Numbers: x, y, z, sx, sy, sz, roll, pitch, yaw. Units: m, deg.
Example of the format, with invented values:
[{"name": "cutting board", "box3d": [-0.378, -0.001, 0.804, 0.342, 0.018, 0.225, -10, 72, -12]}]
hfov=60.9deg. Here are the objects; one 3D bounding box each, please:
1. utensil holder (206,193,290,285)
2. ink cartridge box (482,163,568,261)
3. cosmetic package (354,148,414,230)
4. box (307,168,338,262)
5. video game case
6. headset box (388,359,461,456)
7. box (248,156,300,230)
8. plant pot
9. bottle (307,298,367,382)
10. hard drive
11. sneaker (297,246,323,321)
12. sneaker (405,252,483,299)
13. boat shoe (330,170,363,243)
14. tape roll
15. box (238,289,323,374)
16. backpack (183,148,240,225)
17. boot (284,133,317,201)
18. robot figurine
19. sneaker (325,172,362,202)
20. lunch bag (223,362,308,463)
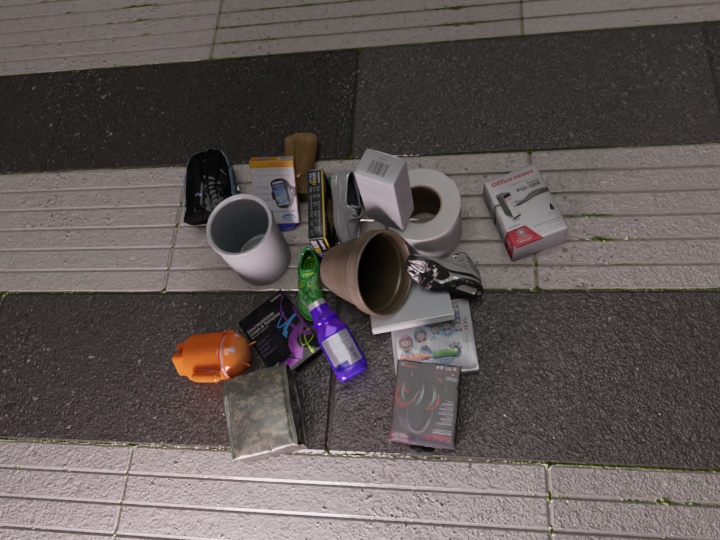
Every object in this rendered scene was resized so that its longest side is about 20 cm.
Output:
[{"name": "utensil holder", "box3d": [-0.277, -0.073, 1.567, 0.168, 0.200, 0.172, -4, 66, 9]}, {"name": "ink cartridge box", "box3d": [0.410, -0.148, 1.536, 0.145, 0.083, 0.202, -20, 65, 2]}, {"name": "cosmetic package", "box3d": [0.058, -0.181, 1.398, 0.101, 0.200, 0.075, 22, 72, 18]}, {"name": "box", "box3d": [-0.096, -0.133, 1.582, 0.049, 0.160, 0.202, -6, 64, 7]}, {"name": "video game case", "box3d": [0.175, 0.165, 1.474, 0.197, 0.024, 0.184, -8, 65, 7]}, {"name": "headset box", "box3d": [0.146, 0.311, 1.374, 0.147, 0.075, 0.203, 5, 76, 10]}, {"name": "box", "box3d": [-0.226, -0.203, 1.640, 0.117, 0.202, 0.042, -1, 30, 2]}, {"name": "plant pot", "box3d": [0.000, 0.000, 1.476, 0.172, 0.200, 0.202, 5, 64, 44]}, {"name": "bottle", "box3d": [-0.061, 0.164, 1.474, 0.083, 0.065, 0.201, -29, 78, -8]}, {"name": "hard drive", "box3d": [0.121, 0.083, 1.494, 0.197, 0.026, 0.133, -11, 43, 5]}, {"name": "sneaker", "box3d": [-0.133, 0.033, 1.558, 0.073, 0.084, 0.202, -10, 66, 5]}, {"name": "sneaker", "box3d": [0.203, -0.005, 1.497, 0.198, 0.076, 0.116, 22, 33, -7]}, {"name": "boat shoe", "box3d": [-0.025, -0.160, 1.590, 0.068, 0.071, 0.203, -4, 91, 45]}, {"name": "tape roll", "box3d": [0.156, -0.135, 1.547, 0.200, 0.139, 0.205, -4, 65, 8]}, {"name": "box", "box3d": [-0.200, 0.164, 1.539, 0.142, 0.036, 0.200, -38, 64, -7]}, {"name": "backpack", "box3d": [-0.416, -0.237, 1.710, 0.161, 0.154, 0.203, -13, 86, 7]}, {"name": "boot", "box3d": [-0.209, -0.288, 1.729, 0.173, 0.066, 0.203, -1, 65, 1]}, {"name": "robot figurine", "box3d": [-0.357, 0.209, 1.504, 0.197, 0.144, 0.118, -5, 87, 10]}, {"name": "sneaker", "box3d": [-0.037, -0.221, 1.658, 0.198, 0.071, 0.081, 12, 100, 32]}, {"name": "lunch bag", "box3d": [-0.224, 0.329, 1.426, 0.162, 0.118, 0.202, -15, 69, 5]}]
